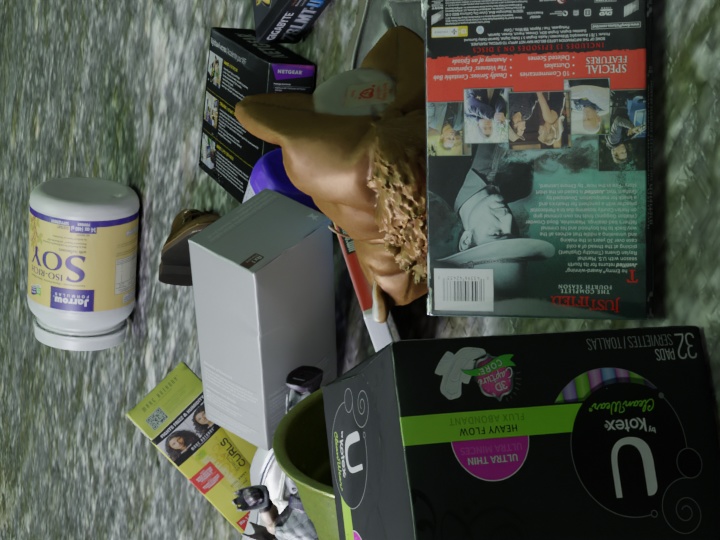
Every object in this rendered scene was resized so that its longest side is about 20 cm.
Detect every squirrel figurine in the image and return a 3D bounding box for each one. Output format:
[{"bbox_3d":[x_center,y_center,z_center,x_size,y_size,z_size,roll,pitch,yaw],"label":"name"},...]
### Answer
[{"bbox_3d":[0.031,-0.040,1.179,0.200,0.141,0.188,39,153,45],"label":"squirrel figurine"}]

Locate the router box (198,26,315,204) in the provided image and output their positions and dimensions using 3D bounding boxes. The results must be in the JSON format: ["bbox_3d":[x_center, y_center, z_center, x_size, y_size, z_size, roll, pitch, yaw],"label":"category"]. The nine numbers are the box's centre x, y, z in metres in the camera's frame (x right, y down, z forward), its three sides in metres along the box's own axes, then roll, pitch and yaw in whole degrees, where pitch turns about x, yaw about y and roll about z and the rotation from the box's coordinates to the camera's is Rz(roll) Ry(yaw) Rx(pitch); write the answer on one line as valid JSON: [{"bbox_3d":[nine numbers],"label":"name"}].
[{"bbox_3d":[-0.106,-0.149,1.659,0.200,0.051,0.151,-140,53,-62],"label":"router box"}]

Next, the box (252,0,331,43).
[{"bbox_3d":[-0.057,-0.337,1.528,0.200,0.049,0.201,142,123,-63],"label":"box"}]

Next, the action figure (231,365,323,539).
[{"bbox_3d":[-0.044,0.186,1.455,0.069,0.129,0.202,-78,-2,-75],"label":"action figure"}]

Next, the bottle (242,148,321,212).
[{"bbox_3d":[-0.078,-0.026,1.559,0.066,0.083,0.201,59,147,31],"label":"bottle"}]

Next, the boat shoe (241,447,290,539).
[{"bbox_3d":[-0.066,0.227,1.594,0.070,0.071,0.202,33,123,32],"label":"boat shoe"}]

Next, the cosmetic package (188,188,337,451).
[{"bbox_3d":[-0.082,0.043,1.469,0.090,0.107,0.202,22,130,33],"label":"cosmetic package"}]

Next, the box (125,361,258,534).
[{"bbox_3d":[-0.139,0.173,1.594,0.050,0.075,0.200,39,168,41],"label":"box"}]

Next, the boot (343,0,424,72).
[{"bbox_3d":[0.059,-0.169,1.236,0.200,0.072,0.184,23,115,59],"label":"boot"}]

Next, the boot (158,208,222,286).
[{"bbox_3d":[-0.186,-0.041,1.862,0.200,0.073,0.076,145,130,-67],"label":"boot"}]

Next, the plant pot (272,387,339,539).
[{"bbox_3d":[0.051,0.190,1.153,0.200,0.198,0.192,-141,40,-62],"label":"plant pot"}]

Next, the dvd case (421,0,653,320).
[{"bbox_3d":[0.109,-0.071,1.035,0.022,0.145,0.202,-6,-84,-67],"label":"dvd case"}]

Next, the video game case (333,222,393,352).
[{"bbox_3d":[0.000,0.000,1.362,0.143,0.017,0.201,71,-179,-52],"label":"video game case"}]

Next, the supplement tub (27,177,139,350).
[{"bbox_3d":[-0.365,-0.010,2.209,0.145,0.144,0.202,-140,52,-62],"label":"supplement tub"}]

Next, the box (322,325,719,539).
[{"bbox_3d":[0.094,0.119,0.975,0.124,0.198,0.150,143,122,-64],"label":"box"}]
